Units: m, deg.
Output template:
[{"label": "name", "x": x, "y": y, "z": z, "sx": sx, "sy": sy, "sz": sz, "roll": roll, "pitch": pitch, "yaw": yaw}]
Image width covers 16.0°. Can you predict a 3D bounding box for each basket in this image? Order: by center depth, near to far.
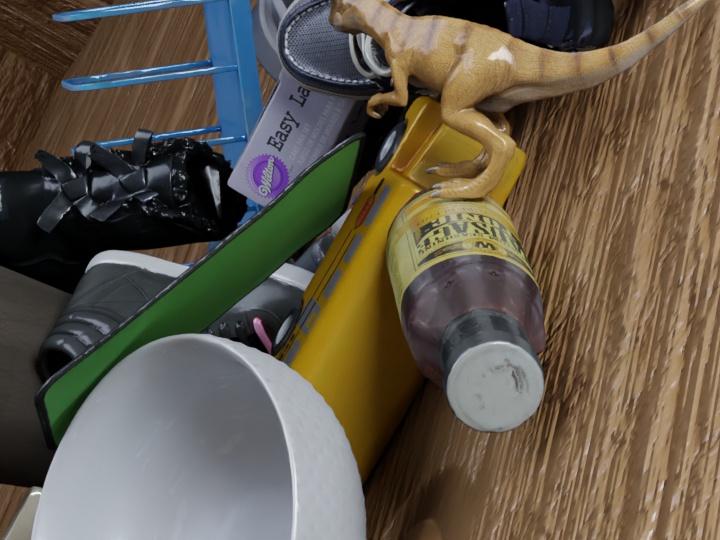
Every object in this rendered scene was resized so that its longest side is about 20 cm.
[{"label": "basket", "x": -0.217, "y": 0.061, "z": 1.501, "sx": 0.180, "sy": 0.200, "sz": 0.136, "roll": 27, "pitch": 95, "yaw": 44}]

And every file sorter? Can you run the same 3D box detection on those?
[{"label": "file sorter", "x": -0.130, "y": -0.086, "z": 1.715, "sx": 0.139, "sy": 0.122, "sz": 0.200, "roll": -152, "pitch": 55, "yaw": -77}]

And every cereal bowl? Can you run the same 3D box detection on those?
[{"label": "cereal bowl", "x": -0.065, "y": 0.133, "z": 1.186, "sx": 0.200, "sy": 0.083, "sz": 0.201, "roll": -18, "pitch": 65, "yaw": 44}]

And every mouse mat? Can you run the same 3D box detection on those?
[{"label": "mouse mat", "x": -0.077, "y": 0.012, "z": 1.244, "sx": 0.200, "sy": 0.008, "sz": 0.161, "roll": -40, "pitch": -7, "yaw": -12}]

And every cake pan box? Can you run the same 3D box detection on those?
[{"label": "cake pan box", "x": 0.012, "y": -0.132, "z": 1.458, "sx": 0.200, "sy": 0.052, "sz": 0.184, "roll": -62, "pitch": -12, "yaw": 22}]

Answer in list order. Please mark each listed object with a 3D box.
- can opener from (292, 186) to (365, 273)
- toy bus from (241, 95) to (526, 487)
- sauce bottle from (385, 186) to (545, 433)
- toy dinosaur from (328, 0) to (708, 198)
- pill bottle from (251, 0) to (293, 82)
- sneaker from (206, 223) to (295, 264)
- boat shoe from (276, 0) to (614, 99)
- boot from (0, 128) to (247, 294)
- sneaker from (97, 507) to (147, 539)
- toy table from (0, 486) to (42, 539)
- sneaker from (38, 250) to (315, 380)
[{"label": "can opener", "x": 0.000, "y": 0.000, "z": 1.420, "sx": 0.066, "sy": 0.053, "sz": 0.200, "roll": -26, "pitch": -11, "yaw": -40}, {"label": "toy bus", "x": 0.011, "y": 0.015, "z": 1.272, "sx": 0.200, "sy": 0.065, "sz": 0.078, "roll": -60, "pitch": 12, "yaw": 3}, {"label": "sauce bottle", "x": 0.049, "y": 0.016, "z": 1.127, "sx": 0.066, "sy": 0.066, "sz": 0.200, "roll": -58, "pitch": 15, "yaw": 13}, {"label": "toy dinosaur", "x": 0.060, "y": -0.088, "z": 1.174, "sx": 0.060, "sy": 0.200, "sz": 0.106, "roll": -24, "pitch": -59, "yaw": -57}, {"label": "pill bottle", "x": 0.011, "y": -0.198, "z": 1.633, "sx": 0.200, "sy": 0.116, "sz": 0.116, "roll": -49, "pitch": 16, "yaw": 49}, {"label": "sneaker", "x": -0.090, "y": 0.043, "z": 1.515, "sx": 0.078, "sy": 0.090, "sz": 0.200, "roll": -19, "pitch": 40, "yaw": 31}, {"label": "boat shoe", "x": 0.019, "y": -0.123, "z": 1.286, "sx": 0.200, "sy": 0.075, "sz": 0.093, "roll": -8, "pitch": 4, "yaw": 37}, {"label": "boot", "x": -0.148, "y": -0.032, "z": 1.560, "sx": 0.198, "sy": 0.162, "sz": 0.074, "roll": 31, "pitch": -128, "yaw": -71}, {"label": "sneaker", "x": -0.089, "y": 0.107, "z": 1.351, "sx": 0.077, "sy": 0.078, "sz": 0.200, "roll": -43, "pitch": -4, "yaw": 21}, {"label": "toy table", "x": -0.175, "y": 0.227, "z": 1.425, "sx": 0.184, "sy": 0.117, "sz": 0.200, "roll": -65, "pitch": 12, "yaw": -21}, {"label": "sneaker", "x": -0.089, "y": 0.047, "z": 1.405, "sx": 0.200, "sy": 0.071, "sz": 0.099, "roll": 6, "pitch": 46, "yaw": 32}]
